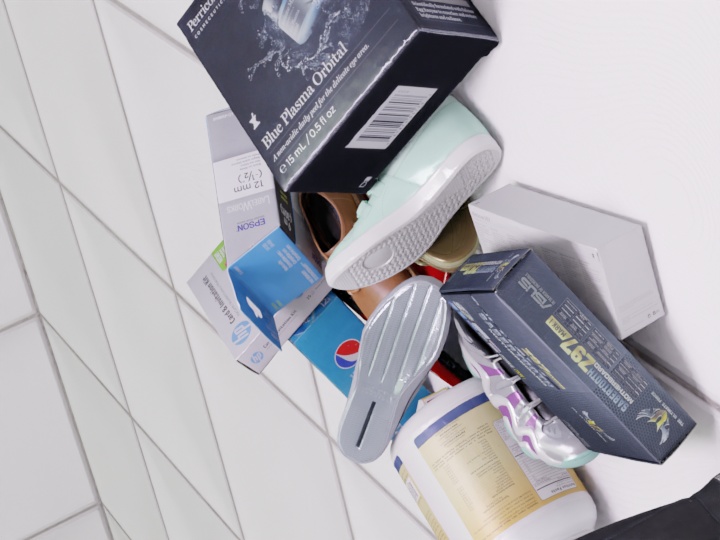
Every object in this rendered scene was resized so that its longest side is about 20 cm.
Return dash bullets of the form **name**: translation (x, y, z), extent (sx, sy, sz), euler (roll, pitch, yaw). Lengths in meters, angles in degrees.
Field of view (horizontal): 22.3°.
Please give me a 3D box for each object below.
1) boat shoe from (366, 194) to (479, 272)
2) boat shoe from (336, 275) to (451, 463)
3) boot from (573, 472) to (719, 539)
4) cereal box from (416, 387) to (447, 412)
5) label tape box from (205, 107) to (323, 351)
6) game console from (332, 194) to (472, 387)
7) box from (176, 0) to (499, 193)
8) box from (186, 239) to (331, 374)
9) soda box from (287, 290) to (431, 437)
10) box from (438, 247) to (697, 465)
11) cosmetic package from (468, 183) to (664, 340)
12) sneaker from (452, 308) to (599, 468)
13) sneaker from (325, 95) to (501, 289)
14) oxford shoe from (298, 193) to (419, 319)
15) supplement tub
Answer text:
- **boat shoe**: translation (0.056, -0.051, 1.721), extent (0.201, 0.073, 0.063), euler (44, 163, 48)
- **boat shoe**: translation (0.029, 0.083, 1.698), extent (0.073, 0.067, 0.201), euler (29, 115, 3)
- **boot**: translation (0.237, 0.256, 1.414), extent (0.066, 0.199, 0.166), euler (23, 134, 61)
- **cereal box**: translation (0.118, 0.241, 1.932), extent (0.201, 0.039, 0.144), euler (56, 158, 25)
- **label tape box**: translation (-0.087, -0.042, 1.757), extent (0.143, 0.065, 0.202), euler (51, -155, -65)
- **game console**: translation (0.065, 0.020, 1.848), extent (0.172, 0.119, 0.200), euler (41, 176, -34)
- **box**: translation (-0.024, -0.202, 1.548), extent (0.197, 0.117, 0.201), euler (-48, 63, 30)
- **box**: translation (-0.080, -0.015, 1.883), extent (0.041, 0.200, 0.156), euler (33, -168, -39)
- **soda box**: translation (-0.007, 0.095, 1.927), extent (0.200, 0.068, 0.064), euler (47, 175, -39)
- **box**: translation (0.165, 0.069, 1.485), extent (0.200, 0.051, 0.158), euler (45, 169, -9)
- **cosmetic package**: translation (0.167, -0.011, 1.504), extent (0.200, 0.050, 0.083), euler (26, 140, 60)
- **sneaker**: translation (0.135, 0.077, 1.609), extent (0.200, 0.077, 0.140), euler (47, 168, 40)
- **sneaker**: translation (0.027, -0.080, 1.634), extent (0.074, 0.200, 0.119), euler (20, -150, -54)
- **oxford shoe**: translation (0.000, 0.000, 1.750), extent (0.071, 0.071, 0.201), euler (-43, 72, 26)
- **supplement tub**: translation (0.132, 0.214, 1.713), extent (0.201, 0.143, 0.145), euler (58, 159, 20)
